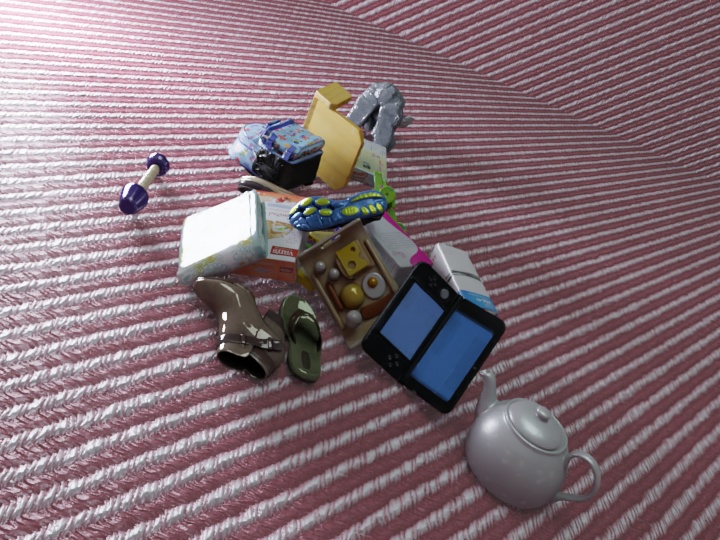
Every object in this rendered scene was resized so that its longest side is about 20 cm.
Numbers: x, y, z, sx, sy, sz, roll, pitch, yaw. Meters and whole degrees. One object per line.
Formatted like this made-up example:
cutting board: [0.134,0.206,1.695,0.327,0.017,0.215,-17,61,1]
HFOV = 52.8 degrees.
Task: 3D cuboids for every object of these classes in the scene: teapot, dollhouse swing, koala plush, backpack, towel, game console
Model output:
teapot: [0.286,0.295,1.244,0.195,0.148,0.200,17,33,-17]
dollhouse swing: [-0.056,-0.333,1.841,0.173,0.203,0.182,30,31,9]
koala plush: [0.078,-0.477,2.206,0.175,0.187,0.199,33,20,11]
backpack: [-0.206,-0.289,1.732,0.198,0.137,0.182,34,31,17]
towel: [-0.257,-0.061,1.361,0.167,0.049,0.202,-22,37,7]
game console: [0.131,0.116,1.307,0.175,0.202,0.116,42,-12,-21]

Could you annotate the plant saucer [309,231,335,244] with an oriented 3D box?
plant saucer: [0.000,0.000,1.550,0.196,0.049,0.202,2,40,-36]

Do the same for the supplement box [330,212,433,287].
supplement box: [0.041,-0.037,1.490,0.099,0.105,0.201,-5,42,-41]

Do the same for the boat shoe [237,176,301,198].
boat shoe: [-0.194,-0.148,1.599,0.196,0.066,0.072,24,-15,16]

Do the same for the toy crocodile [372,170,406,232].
toy crocodile: [0.058,-0.117,1.583,0.060,0.068,0.206,-15,84,-1]

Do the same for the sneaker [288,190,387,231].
sneaker: [-0.043,-0.104,1.419,0.194,0.083,0.073,-9,65,-5]

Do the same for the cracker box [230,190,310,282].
cracker box: [-0.173,-0.072,1.446,0.130,0.059,0.203,8,44,3]

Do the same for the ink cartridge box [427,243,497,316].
ink cartridge box: [0.185,0.068,1.495,0.084,0.148,0.202,13,34,-23]

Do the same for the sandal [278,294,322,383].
sandal: [-0.098,0.113,1.300,0.078,0.058,0.203,12,35,-23]

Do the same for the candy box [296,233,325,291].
candy box: [-0.131,-0.040,1.478,0.198,0.027,0.101,36,54,28]

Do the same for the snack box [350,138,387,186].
snack box: [0.016,-0.305,2.014,0.113,0.038,0.202,20,32,-11]

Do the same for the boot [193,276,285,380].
boot: [-0.213,0.099,1.225,0.196,0.071,0.147,24,33,-4]

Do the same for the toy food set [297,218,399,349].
toy food set: [-0.011,0.023,1.365,0.203,0.141,0.060,59,-4,5]

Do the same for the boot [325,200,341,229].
boot: [-0.035,-0.111,1.637,0.198,0.073,0.143,19,25,33]

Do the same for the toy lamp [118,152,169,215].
toy lamp: [-0.437,-0.174,1.462,0.057,0.059,0.202,20,32,-10]
